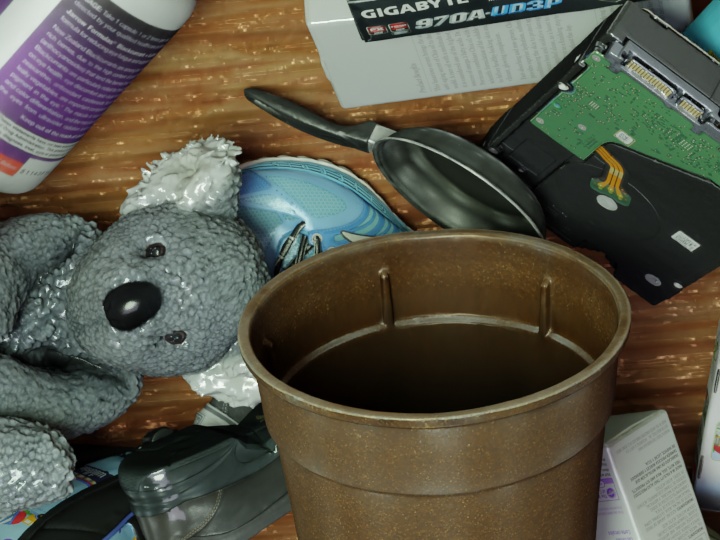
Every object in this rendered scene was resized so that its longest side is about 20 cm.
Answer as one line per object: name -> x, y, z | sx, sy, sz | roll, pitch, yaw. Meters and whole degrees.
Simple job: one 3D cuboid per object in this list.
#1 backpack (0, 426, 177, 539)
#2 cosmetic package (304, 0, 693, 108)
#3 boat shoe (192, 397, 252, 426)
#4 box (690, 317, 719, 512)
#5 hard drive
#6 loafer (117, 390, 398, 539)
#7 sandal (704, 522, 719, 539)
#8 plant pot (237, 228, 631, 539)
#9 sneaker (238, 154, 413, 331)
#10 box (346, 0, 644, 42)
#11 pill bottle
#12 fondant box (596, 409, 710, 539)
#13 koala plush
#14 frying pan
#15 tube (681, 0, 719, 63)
backpack -> -0.196, 0.183, 1.314 | 0.181, 0.200, 0.136 | -1, 110, 27
cosmetic package -> 0.075, -0.150, 1.228 | 0.198, 0.102, 0.072 | -7, 66, 8
boat shoe -> -0.003, 0.124, 1.364 | 0.199, 0.070, 0.066 | 34, 84, -1
box -> 0.297, 0.098, 1.329 | 0.198, 0.035, 0.111 | 10, 110, 4
hard drive -> 0.151, -0.058, 1.224 | 0.139, 0.200, 0.038 | 35, 68, -5
loafer -> -0.038, 0.109, 1.299 | 0.199, 0.073, 0.073 | -20, 104, -18
sandal -> 0.206, 0.191, 1.327 | 0.200, 0.057, 0.080 | 24, 133, 22
plant pot -> 0.042, 0.111, 1.203 | 0.199, 0.201, 0.200 | 0, 117, 7
sneaker -> 0.000, 0.000, 1.302 | 0.199, 0.090, 0.079 | 25, 110, -1
box -> 0.068, -0.222, 1.180 | 0.158, 0.046, 0.201 | -7, 65, 10
pill bottle -> -0.160, -0.148, 1.261 | 0.111, 0.112, 0.200 | 42, 109, -8
fondant box -> 0.138, 0.187, 1.316 | 0.144, 0.058, 0.201 | -12, 100, 48
koala plush -> -0.138, 0.020, 1.266 | 0.199, 0.184, 0.179 | -20, 89, 7
frying pan -> 0.030, -0.055, 1.302 | 0.189, 0.115, 0.031 | 23, 72, 37
tube -> 0.178, -0.090, 1.231 | 0.077, 0.051, 0.200 | 33, 149, -1
